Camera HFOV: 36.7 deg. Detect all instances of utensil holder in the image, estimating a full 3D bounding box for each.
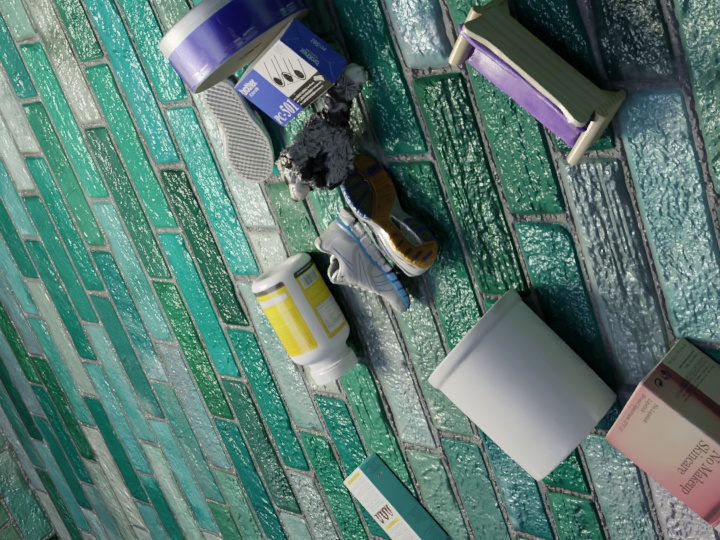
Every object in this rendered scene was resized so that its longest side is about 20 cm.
[{"bbox_3d":[0.218,0.154,1.455,0.200,0.170,0.170,44,143,10],"label":"utensil holder"}]

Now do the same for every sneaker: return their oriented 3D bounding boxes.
[{"bbox_3d":[0.029,-0.072,1.560,0.201,0.075,0.088,55,163,12],"label":"sneaker"},{"bbox_3d":[-0.186,-0.231,1.673,0.080,0.077,0.201,-101,-7,-48],"label":"sneaker"},{"bbox_3d":[0.000,0.000,1.598,0.201,0.086,0.075,51,-178,-32],"label":"sneaker"}]

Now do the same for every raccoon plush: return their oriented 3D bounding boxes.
[{"bbox_3d":[-0.046,-0.188,1.533,0.096,0.201,0.134,37,180,-14],"label":"raccoon plush"}]

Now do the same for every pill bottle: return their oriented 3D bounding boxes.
[{"bbox_3d":[-0.086,0.082,1.781,0.111,0.112,0.202,-16,106,52],"label":"pill bottle"}]

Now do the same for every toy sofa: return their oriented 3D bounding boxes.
[{"bbox_3d":[0.192,-0.214,1.238,0.200,0.097,0.083,42,143,13],"label":"toy sofa"}]

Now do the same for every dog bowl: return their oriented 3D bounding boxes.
[{"bbox_3d":[-0.169,-0.327,1.463,0.079,0.200,0.199,54,144,-7],"label":"dog bowl"}]

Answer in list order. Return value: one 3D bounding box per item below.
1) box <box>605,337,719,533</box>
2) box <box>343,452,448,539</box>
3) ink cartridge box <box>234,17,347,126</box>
[{"bbox_3d":[0.420,0.205,1.317,0.199,0.109,0.129,39,142,19],"label":"box"},{"bbox_3d":[0.062,0.429,1.954,0.200,0.049,0.082,48,144,8],"label":"box"},{"bbox_3d":[-0.100,-0.271,1.511,0.094,0.045,0.200,37,158,-14],"label":"ink cartridge box"}]
